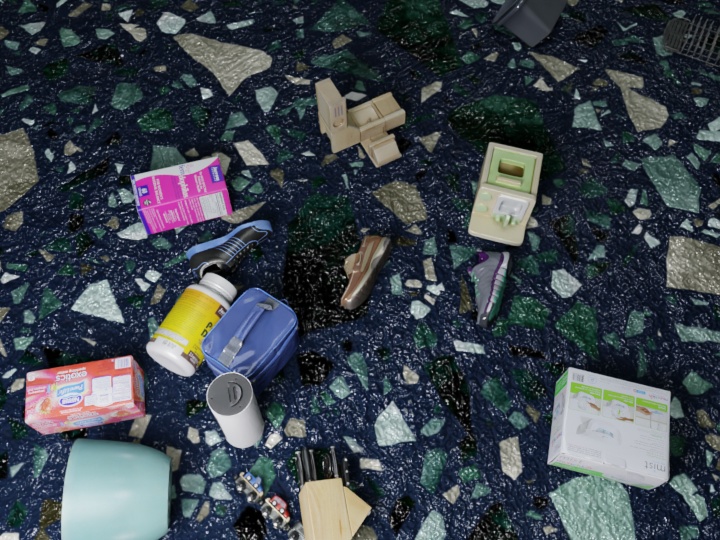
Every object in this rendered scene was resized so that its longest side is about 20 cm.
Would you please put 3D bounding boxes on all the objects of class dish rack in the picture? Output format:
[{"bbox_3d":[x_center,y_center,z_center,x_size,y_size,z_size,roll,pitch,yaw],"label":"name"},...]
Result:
[{"bbox_3d":[0.945,-0.643,1.845,0.200,0.055,0.154,24,62,11],"label":"dish rack"}]

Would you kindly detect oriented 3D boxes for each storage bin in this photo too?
[{"bbox_3d":[0.470,-0.716,1.835,0.134,0.145,0.200,38,63,-12],"label":"storage bin"}]

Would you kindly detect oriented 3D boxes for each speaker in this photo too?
[{"bbox_3d":[-0.225,0.259,1.221,0.081,0.200,0.081,1,60,-1],"label":"speaker"}]

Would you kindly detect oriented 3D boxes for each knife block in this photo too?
[{"bbox_3d":[-0.080,0.418,1.195,0.175,0.064,0.200,35,50,10],"label":"knife block"}]

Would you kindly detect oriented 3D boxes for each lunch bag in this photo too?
[{"bbox_3d":[-0.210,0.136,1.329,0.136,0.132,0.200,30,65,14],"label":"lunch bag"}]

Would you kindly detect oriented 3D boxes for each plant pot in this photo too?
[{"bbox_3d":[-0.411,0.392,1.153,0.160,0.201,0.201,2,60,-13],"label":"plant pot"}]

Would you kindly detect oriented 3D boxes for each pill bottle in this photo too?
[{"bbox_3d":[-0.335,0.106,1.355,0.109,0.109,0.200,24,63,11],"label":"pill bottle"}]

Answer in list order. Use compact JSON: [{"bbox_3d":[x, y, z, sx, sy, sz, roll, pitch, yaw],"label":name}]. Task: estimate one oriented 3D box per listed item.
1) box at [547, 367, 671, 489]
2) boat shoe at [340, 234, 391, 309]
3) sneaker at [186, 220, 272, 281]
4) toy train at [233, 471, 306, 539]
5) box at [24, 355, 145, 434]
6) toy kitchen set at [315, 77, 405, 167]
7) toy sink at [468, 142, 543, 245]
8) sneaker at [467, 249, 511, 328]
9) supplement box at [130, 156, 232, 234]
[{"bbox_3d":[0.478,0.303,1.281,0.199,0.097,0.177,13,62,5],"label":"box"},{"bbox_3d":[0.000,0.000,1.451,0.072,0.076,0.200,21,53,14],"label":"boat shoe"},{"bbox_3d":[-0.278,-0.040,1.465,0.200,0.070,0.078,-25,69,-8],"label":"sneaker"},{"bbox_3d":[-0.155,0.437,1.220,0.200,0.034,0.046,38,63,17],"label":"toy train"},{"bbox_3d":[-0.525,0.240,1.281,0.199,0.096,0.100,-9,61,-7],"label":"box"},{"bbox_3d":[0.022,-0.363,1.585,0.200,0.181,0.163,-25,66,-10],"label":"toy kitchen set"},{"bbox_3d":[0.334,-0.178,1.533,0.130,0.112,0.200,14,62,6],"label":"toy sink"},{"bbox_3d":[0.266,0.038,1.445,0.087,0.075,0.200,12,51,20],"label":"sneaker"},{"bbox_3d":[-0.402,-0.170,1.511,0.199,0.103,0.101,-15,62,-12],"label":"supplement box"}]
